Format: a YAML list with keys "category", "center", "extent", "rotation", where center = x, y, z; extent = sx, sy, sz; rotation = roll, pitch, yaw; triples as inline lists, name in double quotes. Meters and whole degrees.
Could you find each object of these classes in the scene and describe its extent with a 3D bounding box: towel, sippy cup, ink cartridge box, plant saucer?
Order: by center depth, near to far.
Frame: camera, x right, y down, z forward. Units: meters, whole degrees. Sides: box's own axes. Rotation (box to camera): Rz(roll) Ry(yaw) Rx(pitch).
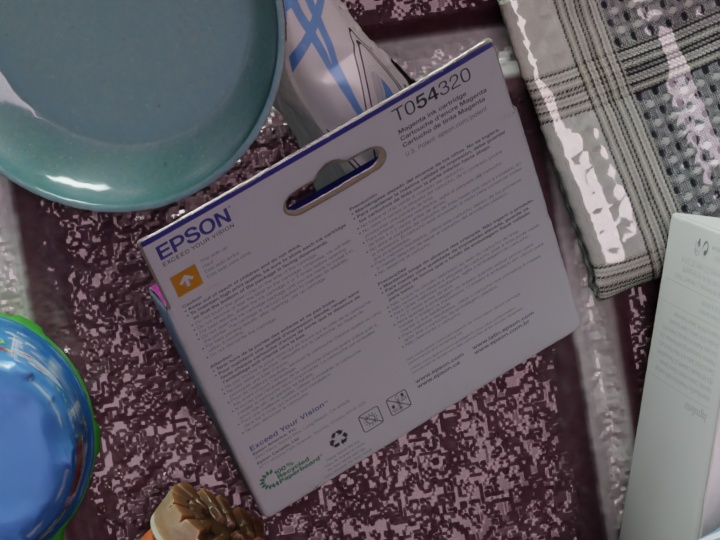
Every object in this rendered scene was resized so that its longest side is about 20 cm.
- category: "sippy cup"
  center: [-0.189, 0.085, 1.118]
  extent: [0.177, 0.130, 0.140]
  rotation: [25, 84, -10]
- category: "plant saucer"
  center: [-0.126, -0.128, 1.142]
  extent: [0.199, 0.036, 0.201]
  rotation: [6, 113, 14]
- category: "ink cartridge box"
  center: [0.000, 0.000, 1.151]
  extent: [0.196, 0.043, 0.200]
  rotation: [-30, 131, -10]
- category: "towel"
  center: [0.179, -0.109, 1.244]
  extent: [0.192, 0.035, 0.201]
  rotation: [-20, 93, -11]

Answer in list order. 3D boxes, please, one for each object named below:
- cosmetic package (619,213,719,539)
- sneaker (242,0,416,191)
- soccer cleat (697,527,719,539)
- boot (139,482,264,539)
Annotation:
- category: "cosmetic package"
  center: [0.253, 0.086, 1.203]
  extent: [0.198, 0.123, 0.201]
  rotation: [7, 96, -12]
- category: "sneaker"
  center: [-0.015, -0.104, 1.179]
  extent: [0.072, 0.072, 0.201]
  rotation: [-36, 112, -25]
- category: "soccer cleat"
  center: [0.216, 0.129, 1.096]
  extent: [0.200, 0.086, 0.070]
  rotation: [-37, 103, -3]
- category: "boot"
  center: [-0.042, 0.200, 1.187]
  extent: [0.200, 0.075, 0.107]
  rotation: [33, 102, -15]
